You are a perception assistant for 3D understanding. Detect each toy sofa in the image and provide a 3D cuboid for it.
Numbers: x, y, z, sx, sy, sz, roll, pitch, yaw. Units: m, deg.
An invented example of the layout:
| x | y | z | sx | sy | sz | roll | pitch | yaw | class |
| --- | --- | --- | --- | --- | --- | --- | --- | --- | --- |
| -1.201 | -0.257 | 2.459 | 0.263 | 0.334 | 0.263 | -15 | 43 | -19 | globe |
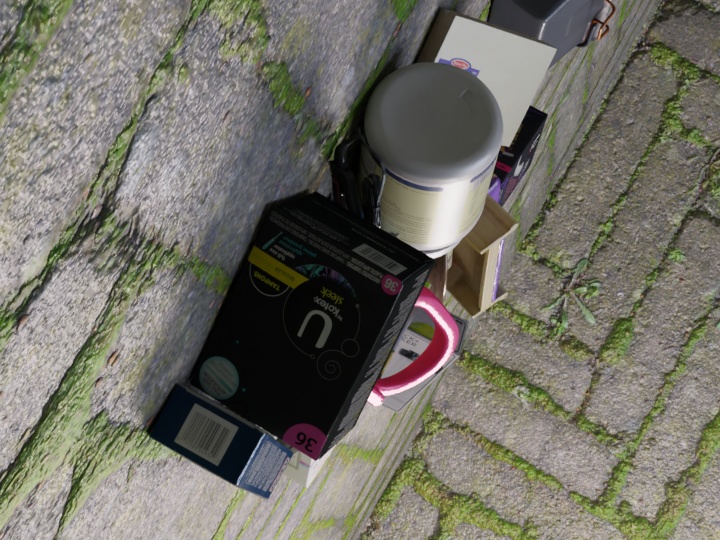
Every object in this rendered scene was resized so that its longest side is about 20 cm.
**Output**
| x | y | z | sx | sy | sz | roll | pitch | yaw | class |
| --- | --- | --- | --- | --- | --- | --- | --- | --- | --- |
| 0.165 | -0.031 | 1.815 | 0.097 | 0.083 | 0.200 | -35 | 156 | -17 | toy sofa |

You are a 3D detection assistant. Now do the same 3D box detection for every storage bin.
| x | y | z | sx | sy | sz | roll | pitch | yaw | class |
| --- | --- | --- | --- | --- | --- | --- | --- | --- | --- |
| 0.242 | -0.333 | 1.764 | 0.134 | 0.145 | 0.200 | -46 | 165 | -19 | storage bin |

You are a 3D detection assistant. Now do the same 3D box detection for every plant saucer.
| x | y | z | sx | sy | sz | roll | pitch | yaw | class |
| --- | --- | --- | --- | --- | --- | --- | --- | --- | --- |
| 0.087 | -0.055 | 1.763 | 0.200 | 0.029 | 0.202 | 177 | -90 | -88 | plant saucer |

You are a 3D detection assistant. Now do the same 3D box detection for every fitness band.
| x | y | z | sx | sy | sz | roll | pitch | yaw | class |
| --- | --- | --- | --- | --- | --- | --- | --- | --- | --- |
| 0.042 | 0.087 | 1.584 | 0.143 | 0.037 | 0.200 | -41 | 148 | 1 | fitness band |

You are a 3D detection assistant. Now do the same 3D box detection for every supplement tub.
| x | y | z | sx | sy | sz | roll | pitch | yaw | class |
| --- | --- | --- | --- | --- | --- | --- | --- | --- | --- |
| 0.070 | -0.111 | 1.463 | 0.145 | 0.144 | 0.200 | -56 | 168 | -25 | supplement tub |

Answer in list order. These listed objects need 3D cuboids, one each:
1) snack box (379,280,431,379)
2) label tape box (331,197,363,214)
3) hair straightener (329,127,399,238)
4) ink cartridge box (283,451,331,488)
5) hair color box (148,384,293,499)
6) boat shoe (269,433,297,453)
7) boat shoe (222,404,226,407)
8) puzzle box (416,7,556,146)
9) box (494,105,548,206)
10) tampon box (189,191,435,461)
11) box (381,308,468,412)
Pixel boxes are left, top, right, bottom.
| x | y | z | sx | sy | sz | roll | pitch | yaw | class |
| --- | --- | --- | --- | --- | --- | --- | --- | --- | --- |
| 0.024 | 0.047 | 1.738 | 0.143 | 0.053 | 0.200 | -61 | -169 | 7 | snack box |
| -0.038 | 0.024 | 1.523 | 0.145 | 0.063 | 0.200 | -57 | 169 | -16 | label tape box |
| 0.009 | -0.045 | 1.386 | 0.041 | 0.076 | 0.202 | -17 | 109 | -61 | hair straightener |
| -0.066 | 0.214 | 1.868 | 0.117 | 0.067 | 0.201 | -54 | 167 | -33 | ink cartridge box |
| -0.134 | 0.174 | 1.360 | 0.061 | 0.100 | 0.200 | -60 | 170 | -10 | hair color box |
| -0.066 | 0.159 | 1.533 | 0.201 | 0.072 | 0.060 | -36 | 144 | 31 | boat shoe |
| -0.070 | 0.131 | 1.446 | 0.200 | 0.074 | 0.067 | -34 | 167 | 38 | boat shoe |
| 0.135 | -0.220 | 1.574 | 0.199 | 0.025 | 0.134 | 7 | 116 | -48 | puzzle box |
| 0.169 | -0.148 | 1.941 | 0.200 | 0.106 | 0.123 | -53 | 166 | -35 | box |
| -0.045 | 0.051 | 1.325 | 0.201 | 0.149 | 0.126 | -64 | 168 | 16 | tampon box |
| 0.052 | 0.112 | 1.892 | 0.200 | 0.116 | 0.060 | -49 | -162 | 52 | box |
